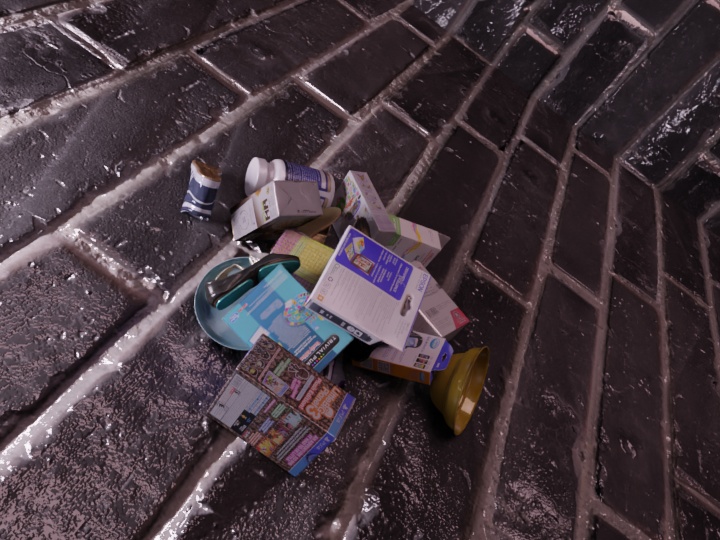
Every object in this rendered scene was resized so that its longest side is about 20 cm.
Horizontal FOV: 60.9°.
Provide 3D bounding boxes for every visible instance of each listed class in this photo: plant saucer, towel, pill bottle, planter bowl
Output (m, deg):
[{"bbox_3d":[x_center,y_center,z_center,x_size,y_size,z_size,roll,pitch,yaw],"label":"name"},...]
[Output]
[{"bbox_3d":[-0.227,0.067,1.217,0.199,0.027,0.201,5,63,-11],"label":"plant saucer"},{"bbox_3d":[-0.139,0.015,1.280,0.143,0.023,0.200,27,75,12],"label":"towel"},{"bbox_3d":[-0.173,-0.206,1.493,0.200,0.116,0.116,11,46,-29],"label":"pill bottle"},{"bbox_3d":[0.204,0.246,1.323,0.083,0.201,0.200,17,33,24],"label":"planter bowl"}]

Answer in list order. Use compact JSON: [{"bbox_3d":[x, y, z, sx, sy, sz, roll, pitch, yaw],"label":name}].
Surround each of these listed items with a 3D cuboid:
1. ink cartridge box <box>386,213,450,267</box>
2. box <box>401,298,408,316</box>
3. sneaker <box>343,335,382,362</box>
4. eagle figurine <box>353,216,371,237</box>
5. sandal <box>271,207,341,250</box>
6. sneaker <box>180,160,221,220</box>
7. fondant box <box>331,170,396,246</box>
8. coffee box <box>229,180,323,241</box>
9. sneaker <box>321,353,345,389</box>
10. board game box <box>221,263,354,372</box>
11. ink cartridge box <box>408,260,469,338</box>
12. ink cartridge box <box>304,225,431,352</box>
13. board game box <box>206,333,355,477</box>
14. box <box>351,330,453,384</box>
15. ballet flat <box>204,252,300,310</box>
[{"bbox_3d":[0.125,-0.058,1.572,0.200,0.117,0.067,17,44,-22],"label":"ink cartridge box"},{"bbox_3d":[0.083,0.080,1.357,0.041,0.200,0.039,7,33,21],"label":"box"},{"bbox_3d":[0.010,0.143,1.245,0.200,0.070,0.100,14,48,-30],"label":"sneaker"},{"bbox_3d":[-0.004,0.002,1.351,0.152,0.200,0.151,42,40,1],"label":"eagle figurine"},{"bbox_3d":[-0.123,-0.071,1.453,0.078,0.070,0.212,19,46,38],"label":"sandal"},{"bbox_3d":[-0.360,-0.180,1.379,0.070,0.109,0.200,17,14,-20],"label":"sneaker"},{"bbox_3d":[-0.003,-0.126,1.521,0.058,0.144,0.200,-1,53,-37],"label":"fondant box"},{"bbox_3d":[-0.187,-0.127,1.333,0.114,0.200,0.080,-4,80,-40],"label":"coffee box"},{"bbox_3d":[-0.063,0.193,1.252,0.088,0.074,0.200,58,24,-27],"label":"sneaker"},{"bbox_3d":[-0.135,0.112,1.154,0.151,0.047,0.200,-44,85,-9],"label":"board game box"},{"bbox_3d":[0.144,0.086,1.468,0.200,0.083,0.146,51,36,16],"label":"ink cartridge box"},{"bbox_3d":[0.021,0.039,1.178,0.200,0.043,0.198,31,53,-6],"label":"ink cartridge box"},{"bbox_3d":[-0.139,0.236,1.062,0.200,0.160,0.097,36,39,-3],"label":"board game box"},{"bbox_3d":[0.094,0.177,1.311,0.199,0.042,0.119,13,35,19],"label":"box"},{"bbox_3d":[-0.216,0.003,1.202,0.200,0.068,0.068,-28,64,-25],"label":"ballet flat"}]
